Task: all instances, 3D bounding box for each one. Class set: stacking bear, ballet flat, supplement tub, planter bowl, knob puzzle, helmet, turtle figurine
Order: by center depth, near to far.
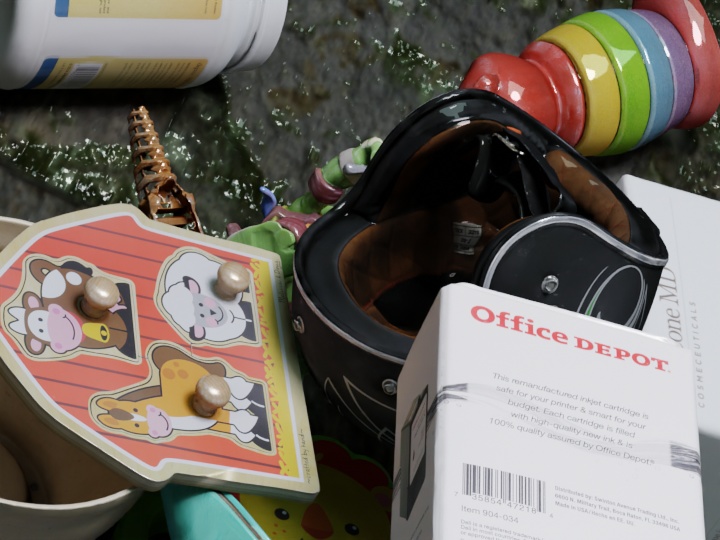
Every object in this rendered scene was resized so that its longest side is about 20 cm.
[{"bbox_3d":[-0.051,0.188,1.351,0.200,0.067,0.070,42,67,10],"label":"ballet flat"},{"bbox_3d":[-0.120,0.033,1.378,0.218,0.031,0.221,19,43,-18],"label":"knob puzzle"},{"bbox_3d":[-0.209,0.088,1.399,0.199,0.135,0.201,16,45,-16],"label":"planter bowl"},{"bbox_3d":[0.062,0.016,1.449,0.199,0.191,0.200,36,16,-12],"label":"helmet"},{"bbox_3d":[0.000,0.000,1.573,0.199,0.145,0.194,32,23,9],"label":"turtle figurine"},{"bbox_3d":[-0.163,-0.194,1.683,0.199,0.145,0.145,-3,52,-32],"label":"supplement tub"},{"bbox_3d":[0.156,-0.134,1.841,0.199,0.122,0.114,-17,52,-28],"label":"stacking bear"}]

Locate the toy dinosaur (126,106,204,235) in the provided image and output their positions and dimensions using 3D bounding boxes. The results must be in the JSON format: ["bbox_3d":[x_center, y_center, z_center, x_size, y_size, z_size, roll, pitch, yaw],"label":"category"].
[{"bbox_3d":[-0.117,0.010,1.512,0.102,0.135,0.202,20,73,-27],"label":"toy dinosaur"}]

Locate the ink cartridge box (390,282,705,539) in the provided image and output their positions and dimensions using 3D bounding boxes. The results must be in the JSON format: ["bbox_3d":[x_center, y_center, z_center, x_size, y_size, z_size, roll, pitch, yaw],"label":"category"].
[{"bbox_3d":[0.094,0.118,1.283,0.144,0.084,0.201,15,43,-11],"label":"ink cartridge box"}]

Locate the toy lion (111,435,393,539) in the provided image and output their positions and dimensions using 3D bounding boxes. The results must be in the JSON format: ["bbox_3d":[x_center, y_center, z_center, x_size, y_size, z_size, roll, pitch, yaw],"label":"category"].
[{"bbox_3d":[-0.053,0.165,1.476,0.198,0.069,0.193,10,39,-21],"label":"toy lion"}]

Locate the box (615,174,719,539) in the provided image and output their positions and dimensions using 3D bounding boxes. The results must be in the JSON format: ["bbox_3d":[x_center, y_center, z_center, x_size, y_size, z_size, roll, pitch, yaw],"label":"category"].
[{"bbox_3d":[0.203,0.089,1.582,0.170,0.201,0.200,14,46,-15],"label":"box"}]
